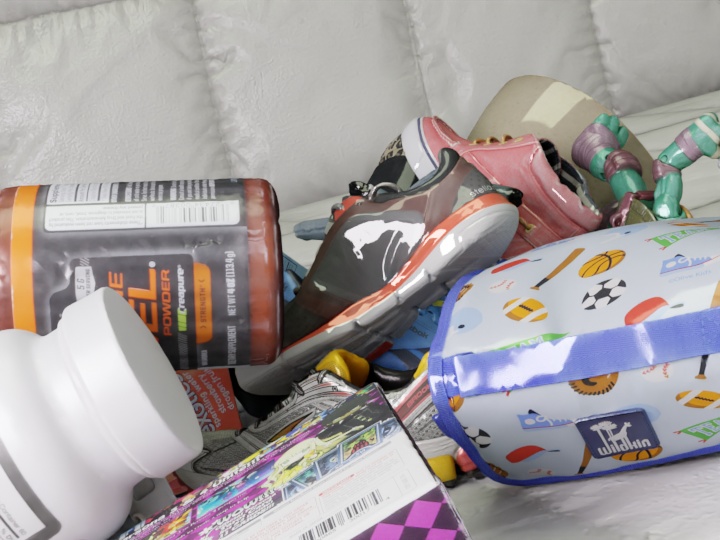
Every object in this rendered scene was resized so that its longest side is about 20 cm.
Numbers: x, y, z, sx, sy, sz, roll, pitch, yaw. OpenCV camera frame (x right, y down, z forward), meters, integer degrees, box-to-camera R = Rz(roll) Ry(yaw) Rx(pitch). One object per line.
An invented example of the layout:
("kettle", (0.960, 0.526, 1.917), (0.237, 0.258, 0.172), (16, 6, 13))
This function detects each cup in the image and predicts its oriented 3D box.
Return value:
("cup", (0.141, -0.035, 1.073), (0.143, 0.201, 0.200), (-44, 19, -18))

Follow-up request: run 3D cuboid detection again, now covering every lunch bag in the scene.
("lunch bag", (0.137, 0.040, 0.687), (0.167, 0.126, 0.200), (-13, -2, 19))

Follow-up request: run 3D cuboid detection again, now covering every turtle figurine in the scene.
("turtle figurine", (0.216, -0.034, 0.895), (0.099, 0.152, 0.200), (-11, 25, -16))

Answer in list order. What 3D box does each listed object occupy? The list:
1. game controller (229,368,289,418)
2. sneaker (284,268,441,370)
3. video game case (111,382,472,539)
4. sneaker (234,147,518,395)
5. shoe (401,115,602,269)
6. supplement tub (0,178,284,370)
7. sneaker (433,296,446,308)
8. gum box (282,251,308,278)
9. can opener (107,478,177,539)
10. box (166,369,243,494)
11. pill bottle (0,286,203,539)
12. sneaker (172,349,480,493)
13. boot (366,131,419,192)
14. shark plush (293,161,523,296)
("game controller", (-0.049, 0.080, 0.927), (0.103, 0.043, 0.200), (21, -1, -14))
("sneaker", (0.034, 0.042, 0.851), (0.196, 0.080, 0.066), (9, 2, 5))
("video game case", (-0.059, 0.127, 0.546), (0.198, 0.036, 0.181), (-31, 9, -3))
("sneaker", (0.000, 0.000, 0.798), (0.199, 0.082, 0.077), (-35, -22, 2))
("shoe", (0.103, -0.070, 0.953), (0.071, 0.201, 0.091), (27, -65, -40))
("supplement tub", (-0.143, 0.005, 0.722), (0.196, 0.109, 0.107), (-3, 7, -7))
("sneaker", (0.050, 0.041, 0.920), (0.197, 0.077, 0.105), (-3, 11, -16))
("gum box", (-0.108, 0.006, 0.994), (0.168, 0.045, 0.200), (12, -16, 36))
("can opener", (-0.173, 0.076, 0.767), (0.053, 0.201, 0.067), (-35, -23, 3))
("box", (-0.149, 0.087, 0.920), (0.093, 0.104, 0.200), (-15, 9, -15))
("pill bottle", (-0.184, 0.102, 0.639), (0.198, 0.117, 0.116), (-32, 8, 1))
("sneaker", (-0.022, 0.088, 0.768), (0.197, 0.084, 0.078), (-12, 8, 15))
("boot", (0.007, -0.019, 1.113), (0.204, 0.073, 0.155), (-46, 15, 57))
("shark plush", (0.028, -0.044, 0.902), (0.199, 0.083, 0.092), (14, 70, 54))
